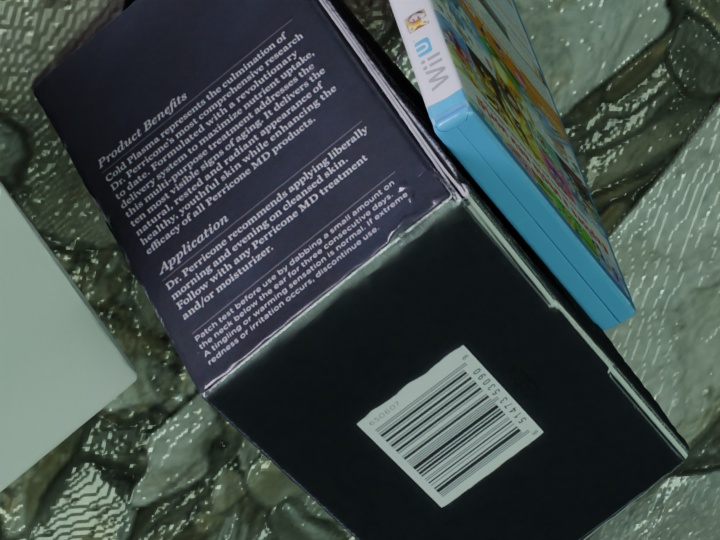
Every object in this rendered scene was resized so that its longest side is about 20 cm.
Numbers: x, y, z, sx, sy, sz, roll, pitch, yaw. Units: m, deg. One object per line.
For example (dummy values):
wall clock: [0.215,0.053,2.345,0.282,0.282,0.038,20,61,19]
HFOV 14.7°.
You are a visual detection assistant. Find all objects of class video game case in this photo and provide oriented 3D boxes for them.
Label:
video game case: [0.043,-0.087,1.083,0.018,0.200,0.143,-29,137,13]

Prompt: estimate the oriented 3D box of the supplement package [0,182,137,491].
supplement package: [-0.206,0.040,1.030,0.200,0.117,0.117,-39,134,-9]

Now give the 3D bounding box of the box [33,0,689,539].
box: [0.000,0.000,1.092,0.124,0.197,0.200,-37,135,6]
